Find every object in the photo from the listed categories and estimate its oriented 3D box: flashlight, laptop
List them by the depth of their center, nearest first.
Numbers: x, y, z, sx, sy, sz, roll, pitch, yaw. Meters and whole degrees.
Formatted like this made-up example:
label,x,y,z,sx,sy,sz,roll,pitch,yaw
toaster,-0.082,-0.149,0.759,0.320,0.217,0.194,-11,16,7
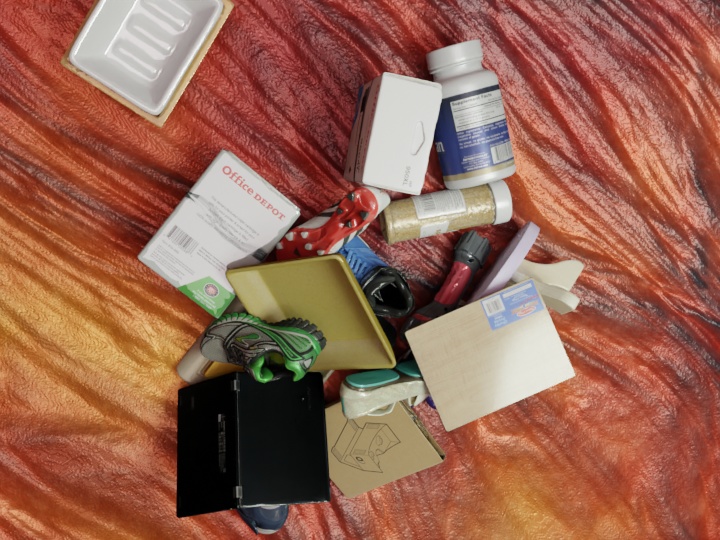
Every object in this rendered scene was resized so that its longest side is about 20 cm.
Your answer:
label,x,y,z,sx,sy,sz,roll,pitch,yaw
laptop,-0.162,0.253,1.013,0.199,0.116,0.189,-20,63,31
flashlight,0.134,0.030,1.060,0.068,0.068,0.201,34,75,-13

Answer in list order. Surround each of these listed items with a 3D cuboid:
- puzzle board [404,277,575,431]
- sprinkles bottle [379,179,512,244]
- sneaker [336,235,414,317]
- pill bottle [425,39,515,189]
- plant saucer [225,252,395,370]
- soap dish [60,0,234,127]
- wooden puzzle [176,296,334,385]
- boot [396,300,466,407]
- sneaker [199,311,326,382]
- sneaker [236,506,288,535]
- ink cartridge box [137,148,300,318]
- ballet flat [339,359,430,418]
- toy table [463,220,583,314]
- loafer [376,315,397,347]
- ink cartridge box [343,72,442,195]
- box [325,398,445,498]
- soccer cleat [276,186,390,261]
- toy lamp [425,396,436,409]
label,x,y,z,sx,sy,sz,roll,pitch,yaw
puzzle board,0.181,0.117,0.972,0.199,0.017,0.152,-23,87,-1
sprinkles bottle,0.130,-0.091,1.067,0.198,0.068,0.069,-11,101,-6
sneaker,0.001,-0.001,1.039,0.200,0.111,0.077,41,91,-12
pill bottle,0.158,-0.231,1.026,0.110,0.111,0.202,-15,101,-6
plant saucer,-0.063,0.054,0.974,0.199,0.049,0.201,-7,125,31
soap dish,-0.292,-0.326,0.957,0.157,0.081,0.201,32,94,-12
wooden puzzle,-0.156,0.146,1.077,0.200,0.037,0.185,39,92,-12
boot,0.114,0.136,1.089,0.073,0.090,0.200,38,92,-12
sneaker,-0.151,0.112,0.976,0.199,0.085,0.078,-3,127,29
sneaker,-0.189,0.325,1.081,0.200,0.147,0.080,39,52,25
ink cartridge box,-0.203,-0.057,1.013,0.146,0.083,0.200,40,92,-12
ballet flat,0.054,0.169,0.993,0.199,0.067,0.063,-6,107,-31
toy table,0.248,0.036,1.061,0.117,0.184,0.201,36,88,2
loafer,-0.040,0.071,1.067,0.200,0.072,0.073,40,55,5
ink cartridge box,0.039,-0.188,0.969,0.083,0.200,0.146,9,97,-10
box,0.009,0.266,1.079,0.199,0.021,0.164,-30,103,28
soccer cleat,-0.041,-0.058,0.999,0.200,0.085,0.069,-35,84,31
toy lamp,0.184,0.172,1.059,0.058,0.199,0.059,19,61,-38
